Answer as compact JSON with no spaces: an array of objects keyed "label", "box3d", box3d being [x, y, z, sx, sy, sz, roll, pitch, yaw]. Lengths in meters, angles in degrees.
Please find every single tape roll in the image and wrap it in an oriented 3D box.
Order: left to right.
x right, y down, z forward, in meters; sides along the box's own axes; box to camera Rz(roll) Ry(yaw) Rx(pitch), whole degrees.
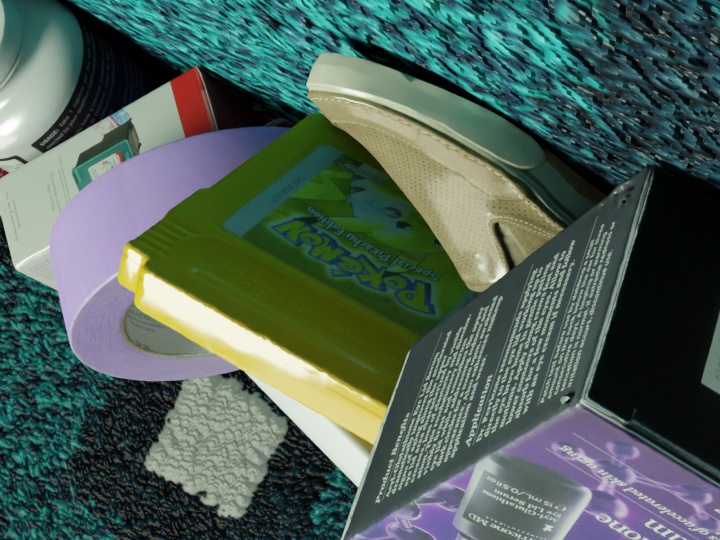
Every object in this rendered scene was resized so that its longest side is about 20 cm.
[{"label":"tape roll","box3d":[-0.086,-0.006,1.072,0.200,0.199,0.066,34,-147,-60]}]

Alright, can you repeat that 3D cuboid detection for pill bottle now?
[{"label":"pill bottle","box3d":[-0.198,-0.110,1.172,0.112,0.113,0.200,27,175,38]}]

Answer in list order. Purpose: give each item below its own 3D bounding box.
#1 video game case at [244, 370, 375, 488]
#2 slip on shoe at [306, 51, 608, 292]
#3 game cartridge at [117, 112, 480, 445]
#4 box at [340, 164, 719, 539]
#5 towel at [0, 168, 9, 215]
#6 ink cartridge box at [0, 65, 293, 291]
[{"label":"video game case","box3d":[0.044,0.053,0.864,0.181,0.024,0.200,-15,-133,-42]},{"label":"slip on shoe","box3d":[0.058,-0.020,0.730,0.199,0.061,0.076,30,177,-19]},{"label":"game cartridge","box3d":[0.000,0.000,0.869,0.175,0.033,0.200,28,-148,14]},{"label":"box","box3d":[0.105,0.072,0.681,0.147,0.105,0.200,29,148,-11]},{"label":"towel","box3d":[-0.237,-0.112,1.233,0.022,0.146,0.199,10,166,38]},{"label":"ink cartridge box","box3d":[-0.115,-0.055,1.114,0.116,0.198,0.068,34,-147,-60]}]
